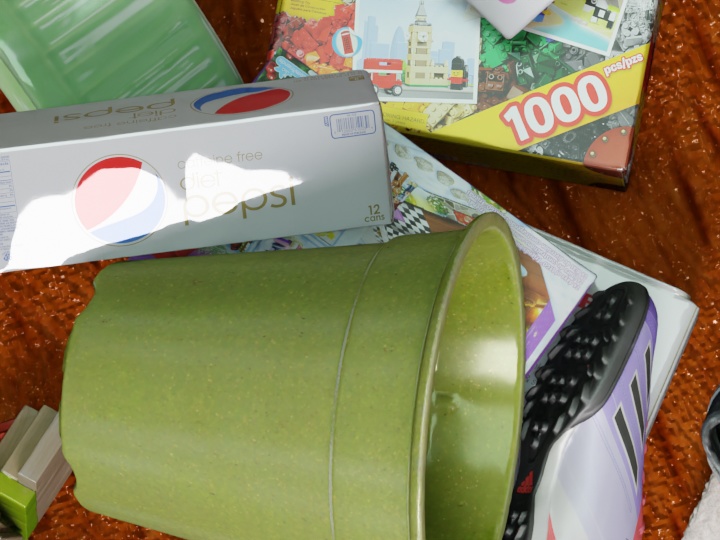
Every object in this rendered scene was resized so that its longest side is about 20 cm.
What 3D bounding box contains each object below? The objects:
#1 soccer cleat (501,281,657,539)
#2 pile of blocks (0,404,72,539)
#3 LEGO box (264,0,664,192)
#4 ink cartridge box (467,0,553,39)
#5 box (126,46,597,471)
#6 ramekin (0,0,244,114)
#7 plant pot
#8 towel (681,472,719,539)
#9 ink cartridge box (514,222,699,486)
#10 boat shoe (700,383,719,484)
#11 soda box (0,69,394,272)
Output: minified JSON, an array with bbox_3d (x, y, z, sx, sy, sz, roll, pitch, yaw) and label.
[{"bbox_3d":[0.115,0.105,1.506,0.073,0.068,0.200,25,78,-21],"label":"soccer cleat"},{"bbox_3d":[-0.221,0.154,1.606,0.062,0.082,0.200,27,87,9],"label":"pile of blocks"},{"bbox_3d":[0.060,-0.136,1.610,0.199,0.077,0.149,10,85,8],"label":"LEGO box"},{"bbox_3d":[0.075,-0.247,1.490,0.196,0.043,0.200,42,117,-12],"label":"ink cartridge box"},{"bbox_3d":[0.000,0.000,1.522,0.200,0.039,0.137,36,90,2],"label":"box"},{"bbox_3d":[-0.143,-0.122,1.577,0.098,0.200,0.200,-36,80,-6],"label":"ramekin"},{"bbox_3d":[-0.035,0.065,1.426,0.189,0.200,0.201,5,84,16],"label":"plant pot"},{"bbox_3d":[0.253,0.096,1.536,0.132,0.034,0.200,23,117,8],"label":"towel"},{"bbox_3d":[0.075,0.083,1.578,0.145,0.083,0.200,24,86,9],"label":"ink cartridge box"},{"bbox_3d":[0.238,0.141,1.502,0.073,0.068,0.200,-27,101,29],"label":"boat shoe"},{"bbox_3d":[-0.087,-0.049,1.457,0.199,0.068,0.064,-7,108,-3],"label":"soda box"}]
